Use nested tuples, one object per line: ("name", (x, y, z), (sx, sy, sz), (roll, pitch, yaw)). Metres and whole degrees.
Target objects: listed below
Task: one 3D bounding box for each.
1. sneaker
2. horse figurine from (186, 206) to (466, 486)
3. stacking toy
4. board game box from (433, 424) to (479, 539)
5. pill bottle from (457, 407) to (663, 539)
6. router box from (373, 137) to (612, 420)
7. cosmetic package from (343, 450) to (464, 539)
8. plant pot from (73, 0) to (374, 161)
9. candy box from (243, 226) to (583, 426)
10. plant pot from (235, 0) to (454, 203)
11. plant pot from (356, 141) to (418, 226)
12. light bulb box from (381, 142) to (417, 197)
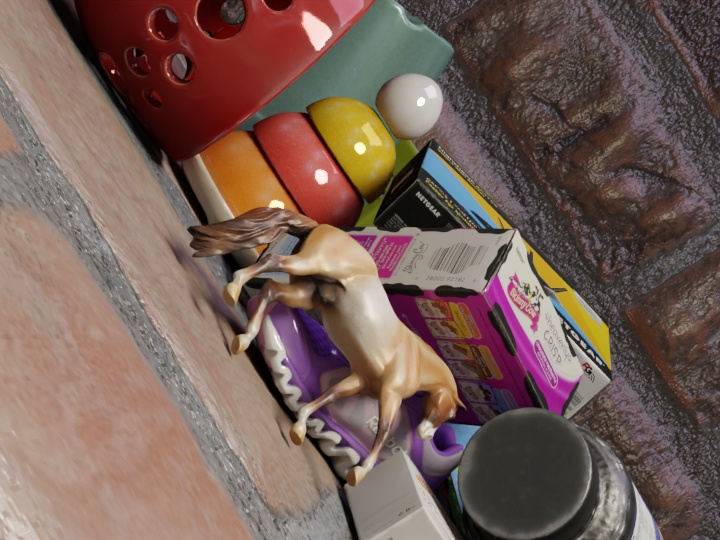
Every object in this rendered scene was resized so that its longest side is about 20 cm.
("sneaker", (0.002, 0.079, 1.081), (0.201, 0.088, 0.081), (55, 5, -29))
("horse figurine", (-0.016, 0.034, 1.001), (0.201, 0.050, 0.132), (55, 47, -6))
("stacking toy", (-0.022, -0.080, 1.257), (0.147, 0.199, 0.146), (58, 2, -3))
("board game box", (0.073, 0.159, 1.282), (0.200, 0.036, 0.153), (127, -52, -83))
("pill bottle", (0.130, 0.165, 1.080), (0.112, 0.111, 0.200), (59, 3, 34))
("router box", (0.099, 0.003, 1.219), (0.200, 0.051, 0.149), (46, 15, -7))
("cosmetic package", (0.064, 0.215, 1.046), (0.201, 0.050, 0.083), (57, 1, -20))
("plant pot", (-0.113, -0.205, 1.166), (0.183, 0.200, 0.201), (48, 5, -15))
("candy box", (0.035, 0.038, 1.126), (0.199, 0.061, 0.137), (2, -44, 36))
("plant pot", (-0.031, -0.160, 1.463), (0.200, 0.197, 0.200), (38, 7, -5))
("plant pot", (0.026, -0.061, 2.167), (0.200, 0.181, 0.199), (55, 3, -38))
("light bulb box", (-0.019, -0.157, 2.385), (0.199, 0.124, 0.200), (57, -22, -5))
